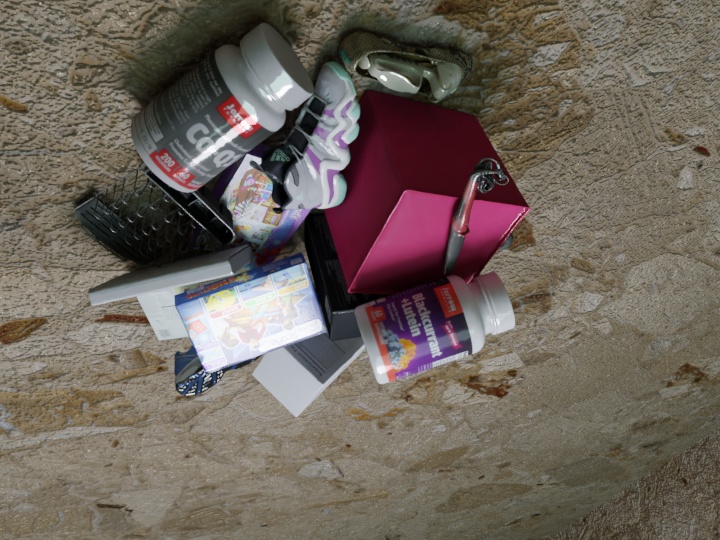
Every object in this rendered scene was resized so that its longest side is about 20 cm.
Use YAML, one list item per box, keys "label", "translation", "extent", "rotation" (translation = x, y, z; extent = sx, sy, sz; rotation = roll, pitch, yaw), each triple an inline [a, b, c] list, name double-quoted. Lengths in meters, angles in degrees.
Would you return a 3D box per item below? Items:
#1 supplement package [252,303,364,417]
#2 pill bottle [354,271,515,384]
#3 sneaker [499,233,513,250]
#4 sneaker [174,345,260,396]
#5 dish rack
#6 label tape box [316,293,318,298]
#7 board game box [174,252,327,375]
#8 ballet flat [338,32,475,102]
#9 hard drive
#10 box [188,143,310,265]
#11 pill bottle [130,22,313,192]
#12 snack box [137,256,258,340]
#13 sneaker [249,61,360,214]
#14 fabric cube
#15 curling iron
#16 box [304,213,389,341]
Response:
- label: "supplement package"
  translation: [-0.076, 0.141, 1.128]
  extent: [0.200, 0.114, 0.110]
  rotation: [-38, 168, -51]
- label: "pill bottle"
  translation: [0.101, 0.072, 0.866]
  extent: [0.199, 0.112, 0.112]
  rotation: [-19, 143, -2]
- label: "sneaker"
  translation: [0.191, -0.047, 1.100]
  extent: [0.200, 0.091, 0.067]
  rotation: [10, 136, -31]
- label: "sneaker"
  translation: [-0.227, 0.125, 1.058]
  extent: [0.200, 0.077, 0.076]
  rotation: [-29, 143, -2]
- label: "dish rack"
  translation: [-0.288, -0.068, 0.876]
  extent: [0.200, 0.055, 0.153]
  rotation: [-24, 131, 21]
- label: "label tape box"
  translation: [-0.170, 0.080, 1.134]
  extent: [0.143, 0.066, 0.200]
  rotation: [-40, 136, 26]
- label: "board game box"
  translation: [-0.163, 0.067, 0.970]
  extent: [0.199, 0.034, 0.136]
  rotation: [-18, 122, -8]
- label: "ballet flat"
  translation: [0.068, -0.249, 0.810]
  extent: [0.199, 0.075, 0.068]
  rotation: [3, 137, -26]
- label: "hard drive"
  translation: [-0.264, 0.005, 0.910]
  extent: [0.199, 0.132, 0.026]
  rotation: [-13, 100, 5]
- label: "box"
  translation: [-0.153, -0.093, 0.945]
  extent: [0.137, 0.039, 0.200]
  rotation: [14, 132, -34]
- label: "pill bottle"
  translation: [-0.162, -0.191, 0.756]
  extent: [0.200, 0.114, 0.114]
  rotation: [-32, 141, 18]
- label: "snack box"
  translation: [-0.248, 0.046, 1.014]
  extent: [0.199, 0.037, 0.116]
  rotation: [-8, 123, 11]
- label: "sneaker"
  translation: [-0.078, -0.159, 0.810]
  extent: [0.140, 0.078, 0.200]
  rotation: [-17, 128, -33]
- label: "fabric cube"
  translation: [0.079, -0.100, 0.901]
  extent: [0.199, 0.200, 0.196]
  rotation: [5, 136, -27]
- label: "curling iron"
  translation: [0.134, -0.058, 0.790]
  extent: [0.049, 0.026, 0.200]
  rotation: [-2, 140, -15]
- label: "box"
  translation: [0.000, 0.000, 0.990]
  extent: [0.141, 0.200, 0.079]
  rotation: [-9, 141, -11]
